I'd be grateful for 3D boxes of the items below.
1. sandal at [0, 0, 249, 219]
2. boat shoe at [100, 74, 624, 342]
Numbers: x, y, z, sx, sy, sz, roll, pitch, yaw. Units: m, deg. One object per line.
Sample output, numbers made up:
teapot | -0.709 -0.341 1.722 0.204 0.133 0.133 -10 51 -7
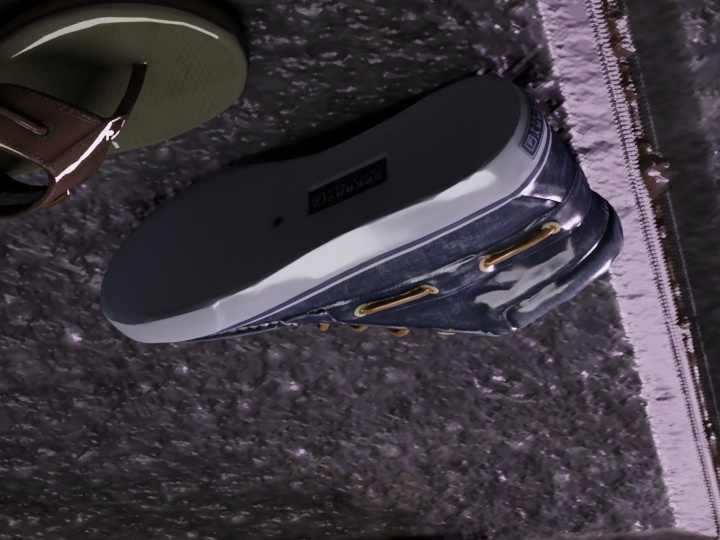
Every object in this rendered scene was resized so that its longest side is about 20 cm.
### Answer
sandal | -0.134 -0.045 0.992 0.200 0.058 0.080 -18 144 -3
boat shoe | 0.000 0.000 1.056 0.200 0.071 0.091 -20 135 26
